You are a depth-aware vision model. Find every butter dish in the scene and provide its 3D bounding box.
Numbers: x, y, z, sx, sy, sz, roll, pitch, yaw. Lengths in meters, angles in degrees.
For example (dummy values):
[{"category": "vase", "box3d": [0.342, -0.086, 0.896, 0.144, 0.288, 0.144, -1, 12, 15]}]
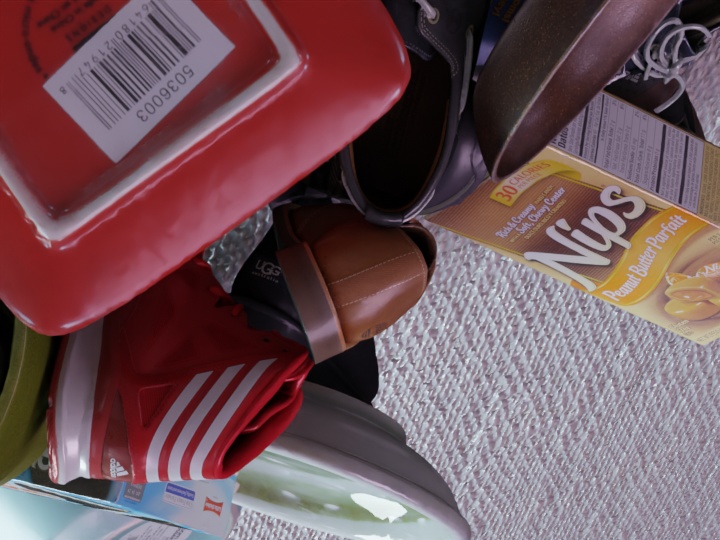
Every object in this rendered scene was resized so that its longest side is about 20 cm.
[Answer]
[{"category": "butter dish", "box3d": [-0.102, -0.102, 1.264, 0.200, 0.200, 0.148, -35, 179, 5]}]

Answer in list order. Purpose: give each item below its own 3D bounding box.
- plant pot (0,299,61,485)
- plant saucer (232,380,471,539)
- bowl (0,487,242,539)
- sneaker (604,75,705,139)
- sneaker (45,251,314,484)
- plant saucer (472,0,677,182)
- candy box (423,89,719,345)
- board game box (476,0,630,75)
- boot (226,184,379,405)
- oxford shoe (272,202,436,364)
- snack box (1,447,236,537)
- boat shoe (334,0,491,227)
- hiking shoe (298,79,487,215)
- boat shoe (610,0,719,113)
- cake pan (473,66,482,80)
[{"category": "plant pot", "box3d": [-0.219, 0.034, 1.365, 0.200, 0.201, 0.193, -33, 168, 6]}, {"category": "plant saucer", "box3d": [-0.032, 0.092, 1.550, 0.200, 0.200, 0.050, 52, 54, -66]}, {"category": "bowl", "box3d": [-0.144, 0.121, 1.690, 0.200, 0.105, 0.201, -24, 155, -12]}, {"category": "sneaker", "box3d": [0.165, -0.064, 1.715, 0.077, 0.082, 0.200, -31, 156, 1]}, {"category": "sneaker", "box3d": [-0.076, 0.021, 1.383, 0.115, 0.200, 0.078, 8, 145, 1]}, {"category": "plant saucer", "box3d": [0.111, -0.125, 1.289, 0.200, 0.034, 0.200, -49, 174, -7]}, {"category": "candy box", "box3d": [0.149, -0.033, 1.647, 0.200, 0.055, 0.115, 23, 148, -25]}, {"category": "board game box", "box3d": [0.063, -0.171, 1.358, 0.199, 0.062, 0.200, 16, 118, -37]}, {"category": "boot", "box3d": [-0.006, -0.013, 1.569, 0.163, 0.073, 0.198, -63, 160, -10]}, {"category": "oxford shoe", "box3d": [0.000, 0.000, 1.364, 0.071, 0.072, 0.200, -21, -170, -2]}, {"category": "snack box", "box3d": [-0.177, 0.093, 1.525, 0.116, 0.199, 0.037, 28, 74, -62]}, {"category": "boat shoe", "box3d": [0.023, -0.117, 1.269, 0.068, 0.072, 0.201, -69, 167, -69]}, {"category": "hiking shoe", "box3d": [-0.030, -0.068, 1.381, 0.200, 0.076, 0.101, 9, -175, 42]}, {"category": "boat shoe", "box3d": [0.158, -0.131, 1.512, 0.200, 0.062, 0.075, -33, 157, 5]}, {"category": "cake pan", "box3d": [0.098, -0.170, 1.492, 0.200, 0.037, 0.200, -25, 155, -13]}]
